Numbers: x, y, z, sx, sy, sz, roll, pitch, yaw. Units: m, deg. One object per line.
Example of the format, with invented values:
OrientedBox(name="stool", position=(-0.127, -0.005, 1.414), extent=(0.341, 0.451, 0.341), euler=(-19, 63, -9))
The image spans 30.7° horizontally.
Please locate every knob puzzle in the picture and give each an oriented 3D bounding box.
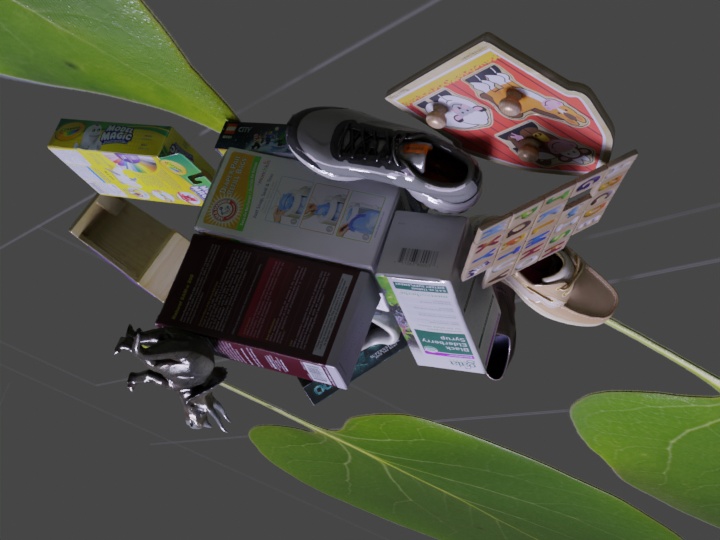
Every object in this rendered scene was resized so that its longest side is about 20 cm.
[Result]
OrientedBox(name="knob puzzle", position=(0.142, -0.128, 1.194), extent=(0.220, 0.030, 0.220), euler=(17, 160, 6))

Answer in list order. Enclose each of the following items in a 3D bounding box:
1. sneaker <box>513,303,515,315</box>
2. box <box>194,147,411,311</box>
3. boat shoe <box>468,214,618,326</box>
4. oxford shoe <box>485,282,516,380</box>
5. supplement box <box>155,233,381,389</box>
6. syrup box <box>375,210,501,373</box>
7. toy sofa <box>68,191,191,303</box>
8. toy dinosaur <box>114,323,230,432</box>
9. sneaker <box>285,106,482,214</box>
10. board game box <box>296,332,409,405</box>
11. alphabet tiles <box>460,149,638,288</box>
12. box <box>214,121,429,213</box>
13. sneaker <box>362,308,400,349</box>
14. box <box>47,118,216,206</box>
OrientedBox(name="sneaker", position=(0.093, 0.019, 1.579), extent=(0.200, 0.081, 0.075), euler=(28, 126, -4))
OrientedBox(name="box", position=(-0.055, -0.044, 1.379), extent=(0.200, 0.101, 0.113), euler=(13, 158, 18))
OrientedBox(name="boat shoe", position=(0.202, 0.001, 1.412), extent=(0.200, 0.074, 0.069), euler=(27, 165, -17))
OrientedBox(name="oxford shoe", position=(0.146, 0.036, 1.479), extent=(0.071, 0.073, 0.200), euler=(-10, 127, 10))
OrientedBox(name="supplement box", position=(-0.093, 0.040, 1.324), extent=(0.200, 0.109, 0.061), euler=(13, 157, 19))
OrientedBox(name="syrup box", position=(0.084, 0.026, 1.359), extent=(0.079, 0.081, 0.200), euler=(7, 150, 21))
OrientedBox(name="toy sofa", position=(-0.277, -0.027, 1.682), extent=(0.200, 0.083, 0.098), euler=(31, 171, 45))
OrientedBox(name="toy dinosaur", position=(-0.182, 0.085, 1.294), extent=(0.102, 0.077, 0.200), euler=(6, 150, 4))
OrientedBox(name="sneaker", position=(0.026, -0.116, 1.261), extent=(0.200, 0.074, 0.079), euler=(17, 168, 0))
OrientedBox(name="board game box", position=(-0.023, 0.092, 1.607), extent=(0.028, 0.135, 0.200), euler=(59, 176, -15))
OrientedBox(name="alphabet tiles", position=(0.172, -0.038, 1.260), extent=(0.008, 0.167, 0.200), euler=(60, 168, 16))
OrientedBox(name="box", position=(-0.039, -0.105, 1.411), extent=(0.200, 0.038, 0.137), euler=(7, 157, 31))
OrientedBox(name="sneaker", position=(-0.049, 0.064, 1.407), extent=(0.200, 0.087, 0.075), euler=(-13, 130, 6))
OrientedBox(name="box", position=(-0.257, -0.127, 1.548), extent=(0.200, 0.048, 0.117), euler=(10, 158, 31))
